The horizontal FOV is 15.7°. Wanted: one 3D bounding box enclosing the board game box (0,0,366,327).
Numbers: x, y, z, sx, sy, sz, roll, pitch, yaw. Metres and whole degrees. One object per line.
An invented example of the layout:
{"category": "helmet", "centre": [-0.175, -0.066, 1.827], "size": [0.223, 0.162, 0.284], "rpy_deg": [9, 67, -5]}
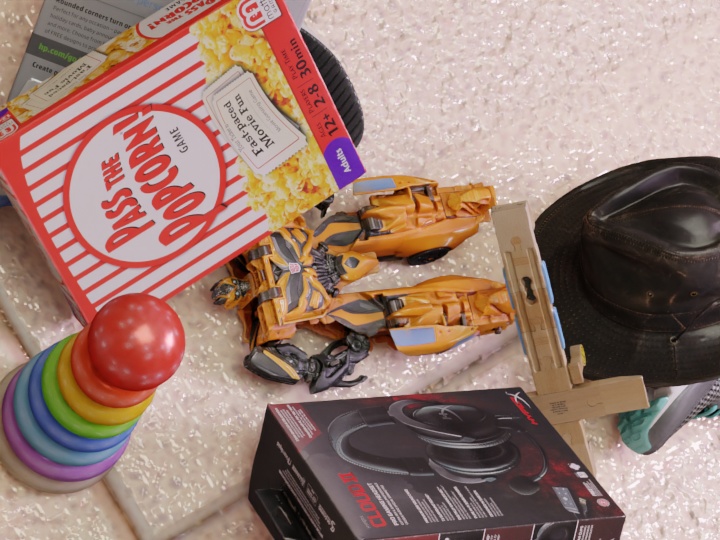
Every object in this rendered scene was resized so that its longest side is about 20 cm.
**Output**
{"category": "board game box", "centre": [-0.114, -0.072, 1.575], "size": [0.200, 0.046, 0.152], "rpy_deg": [-33, 122, -9]}

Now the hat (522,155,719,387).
{"category": "hat", "centre": [0.197, -0.017, 1.701], "size": [0.200, 0.081, 0.201], "rpy_deg": [-6, 57, 9]}

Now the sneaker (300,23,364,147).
{"category": "sneaker", "centre": [-0.073, -0.152, 1.687], "size": [0.074, 0.089, 0.200], "rpy_deg": [-42, 104, 10]}

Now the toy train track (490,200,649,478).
{"category": "toy train track", "centre": [0.119, 0.044, 1.674], "size": [0.033, 0.114, 0.201], "rpy_deg": [-74, 151, -62]}

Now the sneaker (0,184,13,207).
{"category": "sneaker", "centre": [-0.257, -0.060, 1.581], "size": [0.199, 0.076, 0.077], "rpy_deg": [13, 90, -21]}

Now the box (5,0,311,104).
{"category": "box", "centre": [-0.116, -0.159, 1.615], "size": [0.155, 0.041, 0.200], "rpy_deg": [19, 106, -10]}

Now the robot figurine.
{"category": "robot figurine", "centre": [0.000, 0.000, 1.671], "size": [0.199, 0.058, 0.145], "rpy_deg": [-7, 72, -27]}

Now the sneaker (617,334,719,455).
{"category": "sneaker", "centre": [0.255, 0.068, 1.754], "size": [0.200, 0.078, 0.091], "rpy_deg": [-42, 95, -29]}

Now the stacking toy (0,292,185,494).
{"category": "stacking toy", "centre": [-0.148, 0.063, 1.496], "size": [0.085, 0.200, 0.086], "rpy_deg": [9, 67, -22]}

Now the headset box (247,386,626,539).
{"category": "headset box", "centre": [0.035, 0.144, 1.578], "size": [0.199, 0.077, 0.149], "rpy_deg": [-1, 30, -25]}
